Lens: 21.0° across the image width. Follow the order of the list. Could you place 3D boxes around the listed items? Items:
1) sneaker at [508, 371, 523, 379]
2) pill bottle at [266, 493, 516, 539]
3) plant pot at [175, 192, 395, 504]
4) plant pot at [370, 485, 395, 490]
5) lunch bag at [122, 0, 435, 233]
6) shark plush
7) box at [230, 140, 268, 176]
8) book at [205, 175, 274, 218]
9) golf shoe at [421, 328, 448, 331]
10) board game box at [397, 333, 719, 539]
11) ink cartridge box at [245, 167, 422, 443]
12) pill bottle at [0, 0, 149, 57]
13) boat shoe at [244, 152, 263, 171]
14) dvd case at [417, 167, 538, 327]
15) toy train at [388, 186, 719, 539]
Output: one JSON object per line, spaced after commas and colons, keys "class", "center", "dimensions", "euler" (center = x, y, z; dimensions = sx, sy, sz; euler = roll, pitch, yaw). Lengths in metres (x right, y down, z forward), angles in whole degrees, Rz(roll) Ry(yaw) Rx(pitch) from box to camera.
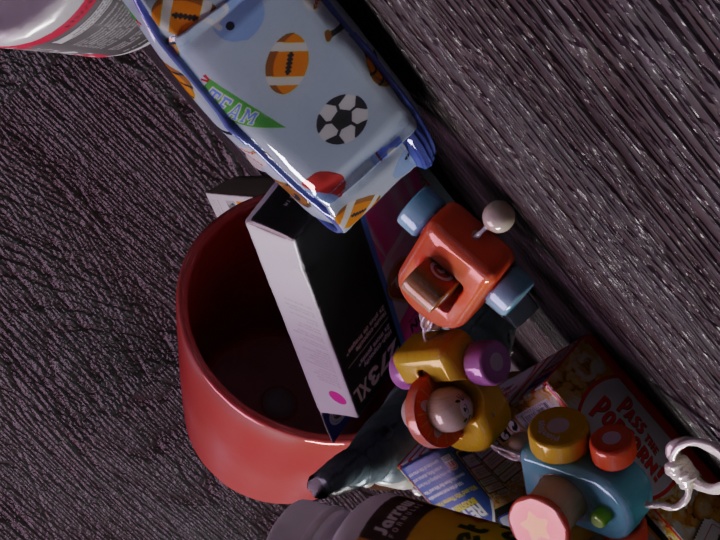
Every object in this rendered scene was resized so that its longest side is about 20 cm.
{"class": "sneaker", "center": [0.113, 0.111, 1.447], "dimensions": [0.200, 0.090, 0.075], "euler": [-18, -91, -65]}
{"class": "pill bottle", "center": [0.049, 0.179, 0.991], "dimensions": [0.200, 0.109, 0.109], "euler": [13, 162, 23]}
{"class": "plant pot", "center": [-0.043, 0.067, 1.372], "dimensions": [0.200, 0.200, 0.177], "euler": [48, 152, 13]}
{"class": "plant pot", "center": [0.073, 0.194, 2.449], "dimensions": [0.187, 0.187, 0.200], "euler": [49, 163, -15]}
{"class": "lunch bag", "center": [-0.057, -0.118, 0.853], "dimensions": [0.200, 0.076, 0.160], "euler": [52, -179, -39]}
{"class": "shark plush", "center": [0.023, 0.077, 1.121], "dimensions": [0.091, 0.200, 0.083], "euler": [34, 126, 34]}
{"class": "box", "center": [-0.020, -0.042, 1.622], "dimensions": [0.200, 0.048, 0.158], "euler": [47, 177, 31]}
{"class": "book", "center": [-0.044, -0.007, 1.522], "dimensions": [0.200, 0.048, 0.134], "euler": [5, 122, 61]}
{"class": "golf shoe", "center": [0.000, 0.000, 1.260], "dimensions": [0.078, 0.095, 0.200], "euler": [7, -146, -49]}
{"class": "board game box", "center": [0.132, 0.144, 1.028], "dimensions": [0.200, 0.046, 0.151], "euler": [49, 143, -4]}
{"class": "ink cartridge box", "center": [0.001, 0.006, 1.002], "dimensions": [0.037, 0.095, 0.200], "euler": [23, 152, 26]}
{"class": "pill bottle", "center": [-0.147, -0.165, 0.991], "dimensions": [0.111, 0.111, 0.200], "euler": [48, -166, 8]}
{"class": "boat shoe", "center": [-0.055, -0.114, 1.045], "dimensions": [0.069, 0.072, 0.200], "euler": [47, -172, -25]}
{"class": "dvd case", "center": [0.017, -0.056, 1.113], "dimensions": [0.146, 0.022, 0.200], "euler": [50, 176, -31]}
{"class": "toy train", "center": [0.073, 0.062, 0.921], "dimensions": [0.200, 0.056, 0.150], "euler": [44, 146, 3]}
